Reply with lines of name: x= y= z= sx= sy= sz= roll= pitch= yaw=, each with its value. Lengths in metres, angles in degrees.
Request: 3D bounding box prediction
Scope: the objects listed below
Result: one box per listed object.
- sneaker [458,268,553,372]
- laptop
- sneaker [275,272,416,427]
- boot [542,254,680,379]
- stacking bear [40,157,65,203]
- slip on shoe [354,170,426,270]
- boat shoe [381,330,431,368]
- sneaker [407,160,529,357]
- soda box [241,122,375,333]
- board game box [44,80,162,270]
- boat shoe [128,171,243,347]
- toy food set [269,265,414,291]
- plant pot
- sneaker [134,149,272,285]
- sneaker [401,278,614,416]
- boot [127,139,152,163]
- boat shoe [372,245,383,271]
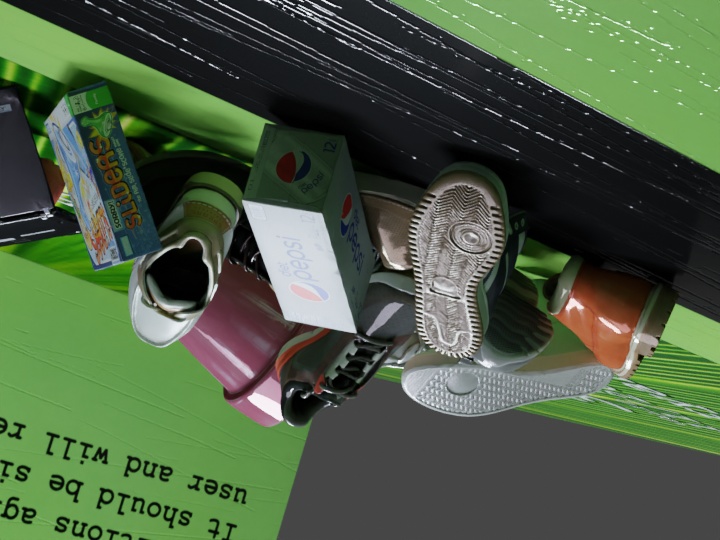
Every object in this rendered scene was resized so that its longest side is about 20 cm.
sneaker: x=0.112 y=0.054 z=1.612 sx=0.074 sy=0.082 sz=0.200 roll=33 pitch=-165 yaw=-2
laptop: x=-0.350 y=-0.081 z=1.701 sx=0.176 sy=0.104 sz=0.200 roll=-9 pitch=173 yaw=8
sneaker: x=-0.004 y=0.076 z=1.642 sx=0.077 sy=0.082 sz=0.200 roll=23 pitch=139 yaw=-22
boot: x=0.207 y=0.034 z=1.640 sx=0.107 sy=0.075 sz=0.200 roll=22 pitch=168 yaw=7
stacking bear: x=-0.364 y=-0.102 z=1.788 sx=0.121 sy=0.114 sz=0.200 roll=30 pitch=168 yaw=9
slip on shoe: x=0.035 y=-0.031 z=1.537 sx=0.076 sy=0.061 sz=0.200 roll=12 pitch=172 yaw=37
boat shoe: x=0.060 y=0.062 z=1.801 sx=0.086 sy=0.075 sz=0.201 roll=12 pitch=-178 yaw=44
sneaker: x=0.083 y=-0.036 z=1.398 sx=0.070 sy=0.109 sz=0.201 roll=18 pitch=144 yaw=11
soda box: x=-0.036 y=-0.029 z=1.446 sx=0.063 sy=0.069 sz=0.200 roll=9 pitch=155 yaw=13
board game box: x=-0.209 y=-0.071 z=1.538 sx=0.034 sy=0.136 sz=0.200 roll=-19 pitch=-178 yaw=-14
boat shoe: x=-0.154 y=0.005 z=1.580 sx=0.074 sy=0.069 sz=0.201 roll=22 pitch=137 yaw=-3
toy food set: x=0.000 y=0.000 z=1.740 sx=0.196 sy=0.049 sz=0.200 roll=9 pitch=-166 yaw=9
plant pot: x=-0.115 y=0.032 z=1.989 sx=0.179 sy=0.201 sz=0.200 roll=35 pitch=169 yaw=-16
sneaker: x=-0.105 y=-0.037 z=1.614 sx=0.198 sy=0.075 sz=0.107 roll=10 pitch=-148 yaw=-20
sneaker: x=0.122 y=0.064 z=1.751 sx=0.199 sy=0.119 sz=0.074 roll=-3 pitch=138 yaw=-17
boot: x=-0.168 y=-0.062 z=1.764 sx=0.154 sy=0.073 sz=0.200 roll=21 pitch=178 yaw=-25
boat shoe: x=-0.003 y=-0.032 z=1.621 sx=0.072 sy=0.062 sz=0.200 roll=11 pitch=172 yaw=33
